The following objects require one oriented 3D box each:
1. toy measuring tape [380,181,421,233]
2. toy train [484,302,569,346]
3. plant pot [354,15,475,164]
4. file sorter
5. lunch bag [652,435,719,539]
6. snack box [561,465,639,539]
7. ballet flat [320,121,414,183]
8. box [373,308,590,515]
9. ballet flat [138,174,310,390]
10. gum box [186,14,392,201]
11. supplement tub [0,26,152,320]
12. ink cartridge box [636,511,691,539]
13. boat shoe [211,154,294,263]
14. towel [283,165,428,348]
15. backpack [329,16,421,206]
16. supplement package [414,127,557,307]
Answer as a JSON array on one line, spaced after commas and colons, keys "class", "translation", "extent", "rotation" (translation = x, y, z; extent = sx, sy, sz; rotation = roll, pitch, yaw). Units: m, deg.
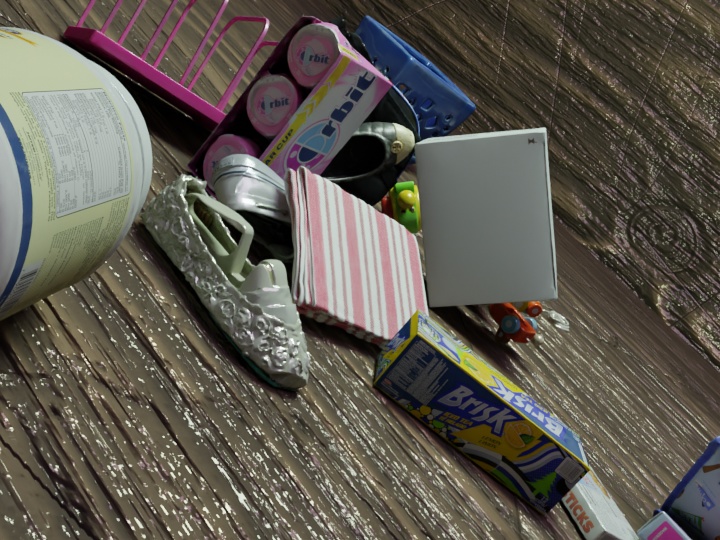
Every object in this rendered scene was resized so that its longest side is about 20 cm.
[{"class": "toy measuring tape", "translation": [0.063, -0.081, 1.394], "extent": [0.074, 0.074, 0.200], "rotation": [41, -3, 2]}, {"class": "toy train", "translation": [0.205, 0.060, 1.331], "extent": [0.150, 0.056, 0.200], "rotation": [48, 20, 23]}, {"class": "plant pot", "translation": [0.059, -0.324, 1.823], "extent": [0.200, 0.180, 0.200], "rotation": [28, 19, -41]}, {"class": "file sorter", "translation": [-0.185, -0.244, 1.036], "extent": [0.200, 0.126, 0.139], "rotation": [31, -2, -30]}, {"class": "lunch bag", "translation": [0.403, 0.264, 0.995], "extent": [0.124, 0.200, 0.170], "rotation": [-25, 59, -33]}, {"class": "snack box", "translation": [0.212, 0.206, 0.977], "extent": [0.072, 0.024, 0.200], "rotation": [32, 17, -31]}, {"class": "ballet flat", "translation": [-0.025, -0.125, 1.117], "extent": [0.199, 0.067, 0.057], "rotation": [-16, 24, -19]}, {"class": "box", "translation": [0.109, 0.127, 0.877], "extent": [0.200, 0.064, 0.070], "rotation": [39, 15, -8]}, {"class": "ballet flat", "translation": [-0.096, 0.001, 0.740], "extent": [0.200, 0.072, 0.072], "rotation": [47, 16, 22]}, {"class": "gum box", "translation": [-0.066, -0.151, 0.978], "extent": [0.066, 0.200, 0.113], "rotation": [46, 15, 22]}, {"class": "supplement tub", "translation": [-0.195, -0.047, 0.481], "extent": [0.145, 0.145, 0.200], "rotation": [40, 15, -1]}, {"class": "ink cartridge box", "translation": [0.344, 0.317, 0.906], "extent": [0.200, 0.042, 0.119], "rotation": [51, 3, 28]}, {"class": "boat shoe", "translation": [-0.069, -0.037, 0.942], "extent": [0.200, 0.073, 0.067], "rotation": [27, 47, -42]}, {"class": "towel", "translation": [0.000, 0.000, 0.930], "extent": [0.200, 0.030, 0.147], "rotation": [28, 49, -47]}, {"class": "backpack", "translation": [-0.030, -0.175, 1.208], "extent": [0.190, 0.200, 0.154], "rotation": [39, 1, -15]}, {"class": "supplement package", "translation": [0.156, -0.066, 1.193], "extent": [0.111, 0.155, 0.201], "rotation": [-42, 127, -76]}]
